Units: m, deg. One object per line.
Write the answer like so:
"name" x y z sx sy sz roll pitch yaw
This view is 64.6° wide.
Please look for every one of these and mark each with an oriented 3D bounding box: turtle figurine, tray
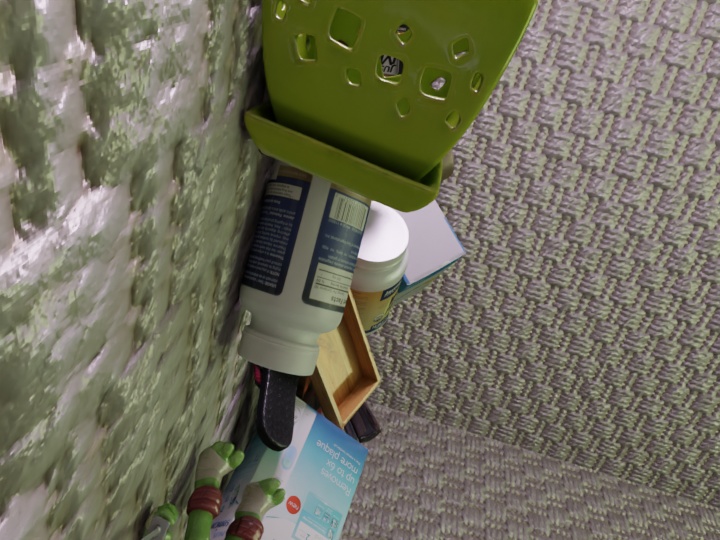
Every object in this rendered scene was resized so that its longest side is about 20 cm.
"turtle figurine" -0.115 0.247 0.494 0.196 0.140 0.204 -77 -176 -57
"tray" -0.036 0.108 0.790 0.098 0.036 0.204 -42 127 -36

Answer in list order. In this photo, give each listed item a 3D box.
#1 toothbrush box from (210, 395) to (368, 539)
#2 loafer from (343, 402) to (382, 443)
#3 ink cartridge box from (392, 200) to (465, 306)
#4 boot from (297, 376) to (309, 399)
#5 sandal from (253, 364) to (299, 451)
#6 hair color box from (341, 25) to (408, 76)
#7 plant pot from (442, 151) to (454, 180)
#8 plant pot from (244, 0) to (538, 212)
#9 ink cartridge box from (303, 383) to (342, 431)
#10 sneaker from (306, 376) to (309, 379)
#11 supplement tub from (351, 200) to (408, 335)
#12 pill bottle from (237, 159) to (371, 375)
"toothbrush box" -0.093 0.293 0.743 0.085 0.146 0.202 -33 -157 47
"loafer" -0.022 0.199 0.992 0.072 0.061 0.205 85 -16 -76
"ink cartridge box" 0.074 -0.031 1.104 0.144 0.149 0.200 -26 169 -24
"boot" -0.105 0.149 0.962 0.107 0.073 0.205 -77 -170 -87
"sandal" -0.114 0.139 0.743 0.044 0.075 0.203 -29 -142 28
"hair color box" 0.024 -0.254 0.811 0.062 0.098 0.205 -69 164 -58
"plant pot" 0.092 -0.221 1.144 0.200 0.170 0.206 165 -90 -89
"plant pot" 0.016 -0.173 0.494 0.200 0.195 0.185 -69 -179 -66
"ink cartridge box" -0.085 0.278 0.950 0.177 0.083 0.200 -54 -172 5
"sneaker" -0.073 0.080 0.865 0.095 0.077 0.206 4 -80 61
"supplement tub" 0.000 0.000 0.939 0.202 0.141 0.147 106 1 -51
"pill bottle" -0.060 -0.005 0.582 0.111 0.108 0.206 51 54 -86
